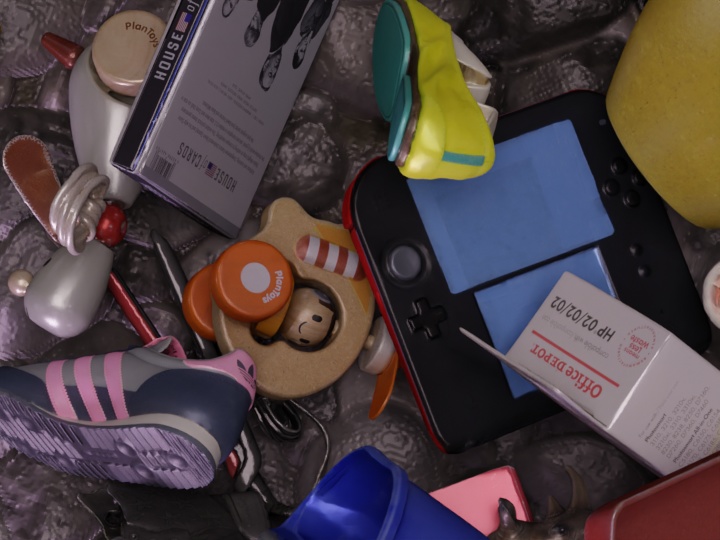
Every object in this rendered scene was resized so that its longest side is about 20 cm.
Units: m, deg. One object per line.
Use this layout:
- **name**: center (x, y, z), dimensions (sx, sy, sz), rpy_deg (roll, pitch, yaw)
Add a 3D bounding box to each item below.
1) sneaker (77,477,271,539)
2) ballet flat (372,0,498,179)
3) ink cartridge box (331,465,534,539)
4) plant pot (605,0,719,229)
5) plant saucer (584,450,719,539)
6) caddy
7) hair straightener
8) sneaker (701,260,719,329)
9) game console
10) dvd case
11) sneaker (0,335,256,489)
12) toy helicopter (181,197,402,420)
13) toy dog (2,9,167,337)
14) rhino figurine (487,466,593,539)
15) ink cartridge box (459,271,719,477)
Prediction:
- **sneaker**: center (-0.101, 0.177, 1.532), dimensions (0.104, 0.200, 0.060), rpy_deg (2, 123, -13)
- **ballet flat**: center (0.045, -0.102, 1.556), dimensions (0.067, 0.200, 0.067), rpy_deg (11, 114, -9)
- **ink cartridge box**: center (0.053, 0.230, 1.530), dimensions (0.145, 0.145, 0.200), rpy_deg (-20, 83, -1)
- **plant pot**: center (0.230, -0.105, 1.560), dimensions (0.142, 0.200, 0.200), rpy_deg (-39, 85, 22)
- **plant saucer**: center (0.178, 0.187, 1.441), dimensions (0.037, 0.200, 0.200), rpy_deg (15, 113, 38)
- **caddy**: center (-0.008, 0.166, 1.374), dimensions (0.105, 0.200, 0.141), rpy_deg (33, 88, -11)
- **hair straightener**: center (-0.076, 0.060, 1.601), dimensions (0.077, 0.041, 0.200), rpy_deg (-32, 84, -3)
- **sneaker**: center (0.298, -0.011, 1.578), dimensions (0.200, 0.080, 0.071), rpy_deg (-13, 95, 8)
- **game console**: center (0.099, -0.004, 1.578), dimensions (0.200, 0.031, 0.177), rpy_deg (-20, 83, -24)
- **dvd case**: center (-0.070, -0.130, 1.569), dimensions (0.025, 0.150, 0.200), rpy_deg (21, 84, 24)
- **sneaker**: center (-0.143, 0.074, 1.563), dimensions (0.200, 0.070, 0.082), rpy_deg (9, 52, 37)
- **toy helicopter**: center (0.000, 0.000, 1.586), dimensions (0.132, 0.079, 0.200), rpy_deg (46, 67, -4)
- **toy dog**: center (-0.169, -0.070, 1.577), dimensions (0.096, 0.132, 0.200), rpy_deg (17, 54, 15)
- **rhino figurine**: center (0.078, 0.198, 1.430), dimensions (0.087, 0.060, 0.200), rpy_deg (20, 81, 12)
- **ink cartridge box**: center (0.163, 0.071, 1.514), dimensions (0.200, 0.115, 0.068), rpy_deg (36, 89, -33)
